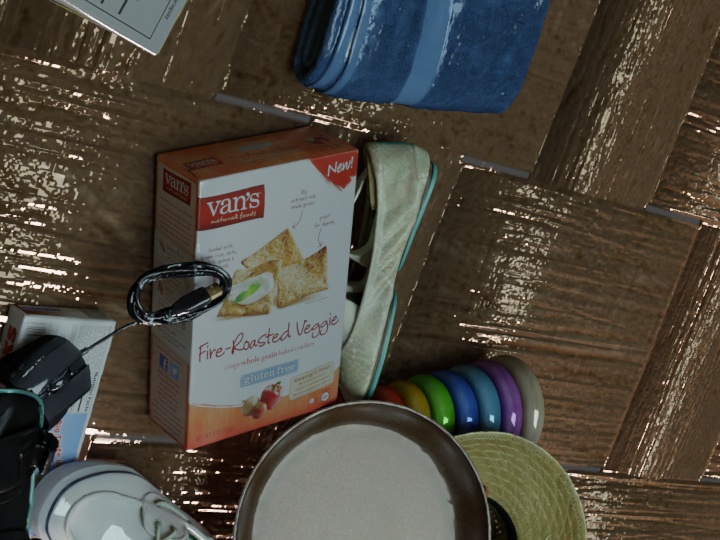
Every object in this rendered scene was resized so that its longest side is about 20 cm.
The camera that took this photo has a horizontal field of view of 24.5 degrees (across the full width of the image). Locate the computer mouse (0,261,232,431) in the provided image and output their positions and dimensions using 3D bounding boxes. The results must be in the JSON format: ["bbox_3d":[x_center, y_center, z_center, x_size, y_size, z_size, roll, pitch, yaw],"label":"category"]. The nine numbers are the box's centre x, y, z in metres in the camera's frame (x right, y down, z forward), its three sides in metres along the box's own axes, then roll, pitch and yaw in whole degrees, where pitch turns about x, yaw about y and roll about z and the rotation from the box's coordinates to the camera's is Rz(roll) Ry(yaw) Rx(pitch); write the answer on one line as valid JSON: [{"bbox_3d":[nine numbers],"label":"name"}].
[{"bbox_3d":[-0.167,0.054,1.051,0.199,0.034,0.059,-33,117,-9],"label":"computer mouse"}]

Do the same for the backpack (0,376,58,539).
[{"bbox_3d":[-0.295,0.133,0.945,0.199,0.152,0.178,-10,117,-49],"label":"backpack"}]

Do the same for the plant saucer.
[{"bbox_3d":[-0.001,0.196,1.217,0.198,0.032,0.203,0,89,-17],"label":"plant saucer"}]

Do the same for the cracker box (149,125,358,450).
[{"bbox_3d":[-0.075,0.010,1.146,0.133,0.057,0.202,-15,120,-36],"label":"cracker box"}]

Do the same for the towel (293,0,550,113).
[{"bbox_3d":[0.047,-0.168,1.167,0.198,0.048,0.113,1,112,-42],"label":"towel"}]

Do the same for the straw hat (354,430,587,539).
[{"bbox_3d":[0.073,0.211,1.312,0.199,0.085,0.204,-2,95,-21],"label":"straw hat"}]

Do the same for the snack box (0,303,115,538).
[{"bbox_3d":[-0.221,0.121,1.097,0.071,0.024,0.202,5,108,-43],"label":"snack box"}]

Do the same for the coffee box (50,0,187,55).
[{"bbox_3d":[-0.170,-0.257,0.817,0.197,0.199,0.202,27,93,-47],"label":"coffee box"}]

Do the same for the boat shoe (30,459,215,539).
[{"bbox_3d":[-0.146,0.185,1.149,0.200,0.066,0.074,32,85,-55],"label":"boat shoe"}]

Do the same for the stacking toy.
[{"bbox_3d":[0.047,0.117,1.302,0.198,0.085,0.086,-4,115,-35],"label":"stacking toy"}]

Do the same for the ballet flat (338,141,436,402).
[{"bbox_3d":[0.000,0.000,1.218,0.062,0.067,0.202,12,101,-16],"label":"ballet flat"}]
